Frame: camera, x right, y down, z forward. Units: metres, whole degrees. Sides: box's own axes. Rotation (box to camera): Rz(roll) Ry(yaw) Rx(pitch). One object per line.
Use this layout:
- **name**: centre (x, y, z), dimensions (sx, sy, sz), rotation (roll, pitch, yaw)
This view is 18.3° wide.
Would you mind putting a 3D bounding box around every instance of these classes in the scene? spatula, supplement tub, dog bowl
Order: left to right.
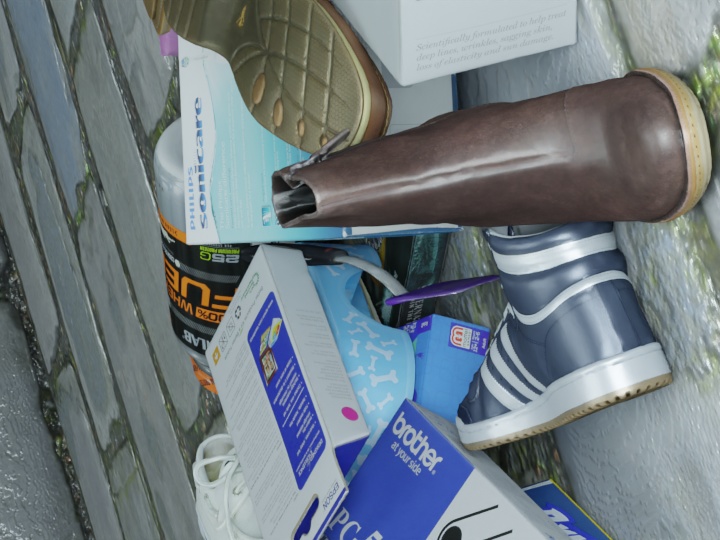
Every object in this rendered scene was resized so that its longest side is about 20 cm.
- **supplement tub**: centre (-0.084, -0.012, 1.645), dimensions (0.123, 0.121, 0.201), rotation (-125, 25, -50)
- **dog bowl**: centre (-0.022, 0.056, 1.402), dimensions (0.112, 0.049, 0.201), rotation (-64, 24, 25)
- **spatula**: centre (0.000, 0.000, 1.353), dimensions (0.199, 0.056, 0.021), rotation (12, 110, 41)

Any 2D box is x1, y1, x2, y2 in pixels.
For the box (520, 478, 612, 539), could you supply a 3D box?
- **box**: centre (0.121, 0.192, 1.230), dimensions (0.200, 0.064, 0.071), rotation (-137, 36, -61)

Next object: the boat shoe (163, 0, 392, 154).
- **boat shoe**: centre (-0.033, -0.122, 1.193), dimensions (0.200, 0.067, 0.072), rotation (45, 119, 46)

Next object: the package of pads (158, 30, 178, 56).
- **package of pads**: centre (-0.071, -0.223, 1.415), dimensions (0.201, 0.119, 0.076), rotation (95, 168, -50)

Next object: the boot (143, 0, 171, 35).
- **boot**: centre (-0.054, -0.215, 1.300), dimensions (0.074, 0.154, 0.200), rotation (65, 157, 20)

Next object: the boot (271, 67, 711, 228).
- **boot**: centre (0.057, -0.043, 1.048), dimensions (0.200, 0.165, 0.073), rotation (-177, 75, -71)

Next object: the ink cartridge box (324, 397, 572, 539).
- **ink cartridge box**: centre (0.055, 0.156, 1.210), dimensions (0.094, 0.044, 0.200), rotation (-57, 33, 6)

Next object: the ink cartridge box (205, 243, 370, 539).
- **ink cartridge box**: centre (-0.041, 0.087, 1.312), dimensions (0.095, 0.037, 0.201), rotation (-61, 32, 34)

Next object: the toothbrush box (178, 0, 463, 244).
- **toothbrush box**: centre (-0.029, -0.091, 1.328), dimensions (0.199, 0.085, 0.148), rotation (-3, 90, 58)

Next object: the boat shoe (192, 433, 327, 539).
- **boat shoe**: centre (-0.068, 0.137, 1.410), dimensions (0.202, 0.074, 0.087), rotation (-146, 44, -75)

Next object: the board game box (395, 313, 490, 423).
- **board game box**: centre (0.016, 0.140, 1.382), dimensions (0.152, 0.045, 0.202), rotation (-26, 53, 62)

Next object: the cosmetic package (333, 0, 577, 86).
- **cosmetic package**: centre (0.027, -0.179, 1.159), dimensions (0.200, 0.101, 0.075), rotation (-122, 23, -49)

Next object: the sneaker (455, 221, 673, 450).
- **sneaker**: centre (0.092, 0.028, 1.172), dimensions (0.109, 0.070, 0.200), rotation (70, 158, 5)

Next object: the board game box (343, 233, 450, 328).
- **board game box**: centre (0.019, -0.059, 1.419), dimensions (0.201, 0.028, 0.136), rotation (100, 151, -54)
